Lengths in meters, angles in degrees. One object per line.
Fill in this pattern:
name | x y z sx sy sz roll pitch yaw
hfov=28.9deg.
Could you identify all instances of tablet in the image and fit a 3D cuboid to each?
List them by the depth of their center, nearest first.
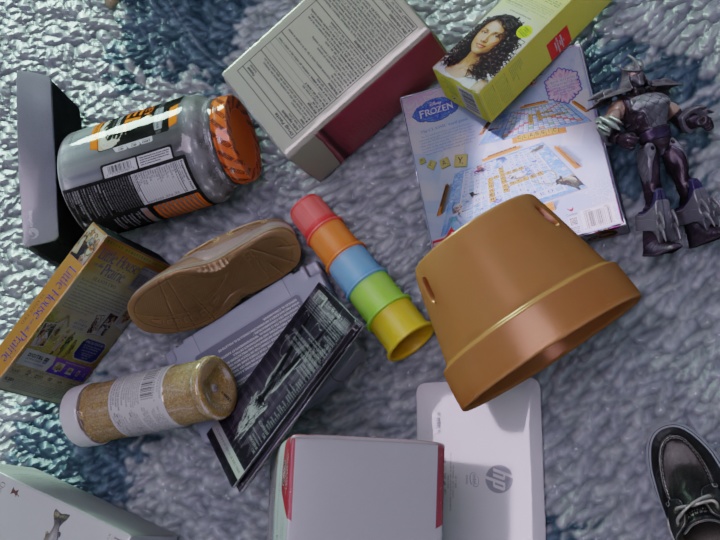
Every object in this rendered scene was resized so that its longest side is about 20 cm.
tablet | 0.120 0.210 1.400 0.130 0.014 0.201 -4 78 17

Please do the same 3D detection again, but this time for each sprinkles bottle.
sprinkles bottle | -0.225 0.139 1.471 0.199 0.068 0.069 -14 74 32

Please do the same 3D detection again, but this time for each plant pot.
plant pot | 0.144 0.023 1.323 0.200 0.200 0.140 -35 78 9

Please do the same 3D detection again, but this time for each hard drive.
hard drive | -0.342 -0.111 1.556 0.042 0.135 0.201 -7 76 6

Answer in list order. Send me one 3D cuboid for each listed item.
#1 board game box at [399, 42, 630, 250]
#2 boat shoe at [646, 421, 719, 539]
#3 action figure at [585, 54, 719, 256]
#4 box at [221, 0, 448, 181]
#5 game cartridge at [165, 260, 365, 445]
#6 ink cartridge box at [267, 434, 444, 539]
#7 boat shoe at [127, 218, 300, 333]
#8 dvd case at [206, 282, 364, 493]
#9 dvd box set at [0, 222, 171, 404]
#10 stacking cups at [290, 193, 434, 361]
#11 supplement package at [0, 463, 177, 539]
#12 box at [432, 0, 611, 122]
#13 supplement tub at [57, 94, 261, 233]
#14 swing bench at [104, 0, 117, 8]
board game box | 0.157 -0.110 1.438 0.199 0.041 0.200 -15 75 15
boat shoe | 0.322 0.232 1.297 0.072 0.071 0.201 -26 72 12
action figure | 0.295 -0.118 1.370 0.130 0.069 0.201 -14 84 -17
box | -0.022 -0.214 1.483 0.200 0.109 0.128 -40 70 7
game cartridge | -0.099 0.096 1.485 0.200 0.042 0.133 -31 75 10
ink cartridge box | -0.011 0.237 1.320 0.144 0.200 0.146 3 79 -9
boat shoe | -0.156 0.004 1.506 0.199 0.069 0.074 -24 113 5
dvd case | -0.078 0.113 1.393 0.016 0.149 0.200 36 92 -21
dvd box set | -0.303 0.051 1.502 0.029 0.146 0.200 38 93 23
stacking cups | 0.000 0.000 1.464 0.060 0.060 0.200 -39 67 7
supplement package | -0.316 0.294 1.471 0.199 0.117 0.117 20 85 20
box | 0.170 -0.245 1.423 0.200 0.050 0.075 -46 50 -12
supplement tub | -0.217 -0.117 1.520 0.199 0.123 0.123 -15 75 14
swing bench | -0.270 -0.449 1.603 0.198 0.130 0.200 -30 71 11
